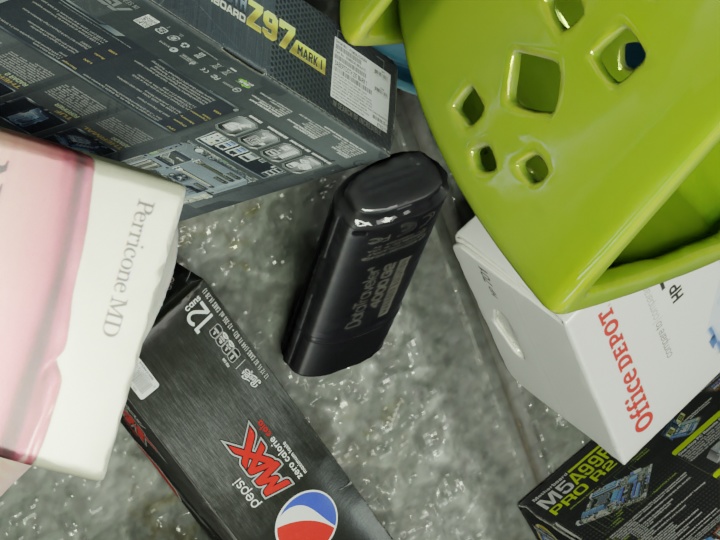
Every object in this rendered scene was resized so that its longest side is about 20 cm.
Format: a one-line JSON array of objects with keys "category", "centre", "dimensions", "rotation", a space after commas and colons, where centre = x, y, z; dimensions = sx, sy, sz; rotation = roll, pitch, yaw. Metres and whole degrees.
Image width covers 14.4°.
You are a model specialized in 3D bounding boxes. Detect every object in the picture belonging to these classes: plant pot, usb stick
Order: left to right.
[{"category": "usb stick", "centre": [0.000, 0.000, 1.302], "dimensions": [0.055, 0.200, 0.033], "rotation": [-20, 72, -16]}, {"category": "plant pot", "centre": [0.122, -0.121, 1.213], "dimensions": [0.199, 0.182, 0.200], "rotation": [-50, 162, 26]}]

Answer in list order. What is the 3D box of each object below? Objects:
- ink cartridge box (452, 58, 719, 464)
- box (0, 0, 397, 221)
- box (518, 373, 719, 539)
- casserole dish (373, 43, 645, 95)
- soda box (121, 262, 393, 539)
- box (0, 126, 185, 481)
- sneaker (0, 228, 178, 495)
[{"category": "ink cartridge box", "centre": [0.157, -0.025, 1.401], "dimensions": [0.200, 0.086, 0.146], "rotation": [-44, 146, -11]}, {"category": "box", "centre": [-0.105, -0.088, 1.200], "dimensions": [0.200, 0.158, 0.051], "rotation": [31, 54, -43]}, {"category": "box", "centre": [0.201, 0.097, 1.446], "dimensions": [0.200, 0.160, 0.044], "rotation": [-39, 119, -14]}, {"category": "casserole dish", "centre": [0.072, -0.134, 1.372], "dimensions": [0.200, 0.039, 0.121], "rotation": [15, 98, -31]}, {"category": "soda box", "centre": [-0.060, 0.084, 1.347], "dimensions": [0.063, 0.071, 0.200], "rotation": [-42, 121, -13]}, {"category": "box", "centre": [-0.189, -0.005, 1.146], "dimensions": [0.200, 0.109, 0.128], "rotation": [15, 90, -19]}, {"category": "sneaker", "centre": [-0.165, 0.038, 1.256], "dimensions": [0.080, 0.071, 0.200], "rotation": [36, 102, -32]}]
